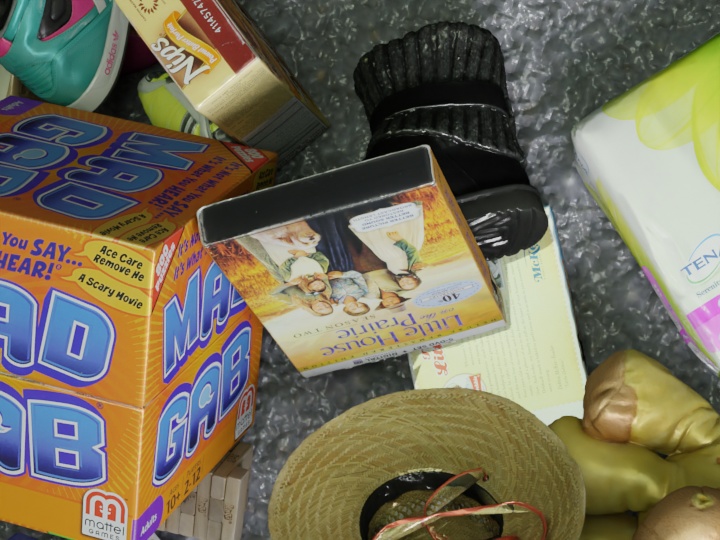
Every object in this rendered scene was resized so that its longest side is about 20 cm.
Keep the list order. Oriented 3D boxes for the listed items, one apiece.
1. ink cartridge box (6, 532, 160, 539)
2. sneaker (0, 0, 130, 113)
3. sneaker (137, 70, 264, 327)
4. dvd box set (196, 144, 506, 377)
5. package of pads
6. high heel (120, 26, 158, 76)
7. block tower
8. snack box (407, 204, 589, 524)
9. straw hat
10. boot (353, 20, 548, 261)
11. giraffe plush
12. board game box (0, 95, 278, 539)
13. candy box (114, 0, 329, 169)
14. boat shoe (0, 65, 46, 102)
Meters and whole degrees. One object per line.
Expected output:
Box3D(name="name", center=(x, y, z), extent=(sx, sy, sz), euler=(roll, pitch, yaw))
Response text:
Box3D(name="ink cartridge box", center=(-0.156, 0.242, 1.227), extent=(0.076, 0.136, 0.200), euler=(-41, 87, 27))
Box3D(name="sneaker", center=(-0.220, -0.213, 1.310), extent=(0.083, 0.120, 0.202), euler=(-25, 51, 37))
Box3D(name="sneaker", center=(-0.100, -0.051, 1.311), extent=(0.076, 0.075, 0.201), euler=(-37, 75, 4))
Box3D(name="dvd box set", center=(0.000, 0.000, 1.181), extent=(0.145, 0.200, 0.030), euler=(-14, 61, 10))
Box3D(name="package of pads", center=(0.244, -0.044, 1.243), extent=(0.154, 0.068, 0.201), euler=(-31, 77, 5))
Box3D(name="high heel", center=(-0.133, -0.209, 1.328), extent=(0.200, 0.096, 0.068), euler=(-40, 77, 4))
Box3D(name="block tower", center=(-0.167, 0.132, 1.301), extent=(0.198, 0.058, 0.055), euler=(13, 113, 14))
Box3D(name="snack box", center=(0.092, 0.067, 1.274), extent=(0.115, 0.037, 0.202), euler=(-13, 80, 9))
Box3D(name="straw hat", center=(0.045, 0.168, 1.165), extent=(0.199, 0.086, 0.202), euler=(-9, 38, 7))
Box3D(name="boot", center=(0.011, -0.077, 1.251), extent=(0.209, 0.080, 0.159), euler=(-7, 62, -18))
Box3D(name="giraffe plush", center=(0.207, 0.161, 1.149), extent=(0.198, 0.162, 0.174), euler=(3, 114, -4))
Box3D(name="board game box", center=(-0.186, 0.026, 1.216), extent=(0.198, 0.200, 0.202), euler=(13, 113, 15))
Box3D(name="candy box", center=(-0.092, -0.143, 1.257), extent=(0.055, 0.200, 0.116), euler=(-37, 77, 5))
Box3D(name="boat shoe", center=(-0.262, -0.082, 1.355), extent=(0.064, 0.072, 0.202), euler=(8, 88, 30))
